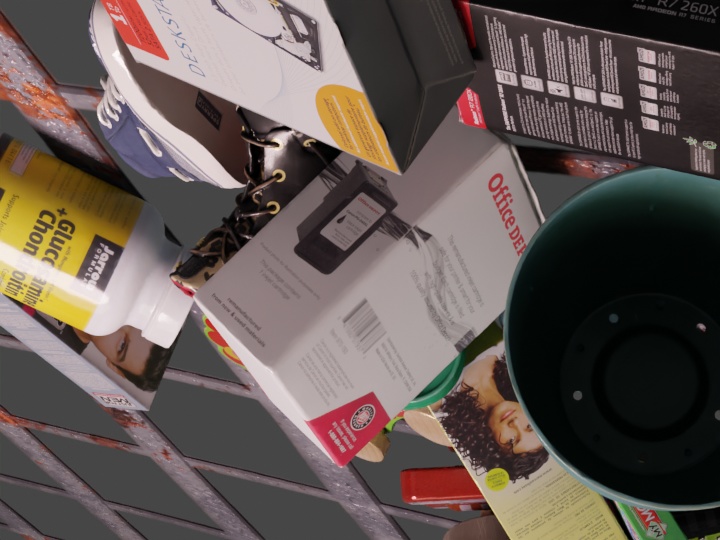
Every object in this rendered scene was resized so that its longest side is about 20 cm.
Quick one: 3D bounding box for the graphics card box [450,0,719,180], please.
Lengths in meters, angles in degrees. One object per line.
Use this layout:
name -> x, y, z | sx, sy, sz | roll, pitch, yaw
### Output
graphics card box -> 0.143, -0.109, 0.946 | 0.198, 0.051, 0.126 | 15, 155, 20

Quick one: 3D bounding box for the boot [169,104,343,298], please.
boot -> -0.065, -0.047, 1.127 | 0.073, 0.151, 0.200 | 30, 170, 40

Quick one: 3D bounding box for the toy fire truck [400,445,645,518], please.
toy fire truck -> 0.138, 0.168, 1.382 | 0.197, 0.114, 0.168 | -2, 172, 10

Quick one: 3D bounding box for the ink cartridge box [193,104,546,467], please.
ink cartridge box -> 0.014, 0.003, 1.105 | 0.083, 0.200, 0.146 | 40, 169, 33

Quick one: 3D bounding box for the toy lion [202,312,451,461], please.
toy lion -> -0.024, 0.066, 1.359 | 0.191, 0.069, 0.200 | 35, 156, -17

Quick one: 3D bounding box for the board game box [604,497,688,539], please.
board game box -> 0.218, 0.211, 1.275 | 0.135, 0.029, 0.201 | 59, 178, 37

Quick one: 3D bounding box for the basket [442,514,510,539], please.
basket -> 0.113, 0.294, 1.315 | 0.134, 0.202, 0.181 | 11, 149, -12

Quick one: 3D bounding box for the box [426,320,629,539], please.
box -> 0.114, 0.136, 1.227 | 0.201, 0.075, 0.050 | 57, -179, -19

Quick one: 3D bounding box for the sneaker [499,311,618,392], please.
sneaker -> 0.168, 0.059, 1.244 | 0.199, 0.083, 0.074 | 33, 156, -22

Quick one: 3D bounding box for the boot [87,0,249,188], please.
boot -> -0.145, -0.114, 1.158 | 0.089, 0.073, 0.200 | 2, 151, 26

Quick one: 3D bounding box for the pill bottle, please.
pill bottle -> -0.222, -0.018, 1.384 | 0.198, 0.113, 0.112 | 26, 157, -9

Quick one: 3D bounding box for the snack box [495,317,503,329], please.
snack box -> 0.065, 0.071, 1.417 | 0.115, 0.037, 0.200 | 28, 156, -14

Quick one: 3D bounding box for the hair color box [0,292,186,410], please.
hair color box -> -0.241, 0.028, 1.516 | 0.060, 0.100, 0.200 | 1, 149, 37

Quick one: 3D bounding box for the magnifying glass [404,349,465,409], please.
magnifying glass -> -0.020, 0.027, 1.196 | 0.199, 0.080, 0.022 | 26, 170, 21

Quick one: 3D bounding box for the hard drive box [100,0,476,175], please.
hard drive box -> -0.054, -0.154, 0.928 | 0.199, 0.077, 0.156 | 26, 158, 32

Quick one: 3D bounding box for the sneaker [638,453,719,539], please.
sneaker -> 0.258, 0.211, 1.490 | 0.198, 0.084, 0.072 | 23, 157, -1

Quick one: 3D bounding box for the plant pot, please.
plant pot -> 0.185, 0.054, 1.094 | 0.198, 0.203, 0.161 | 19, 169, 8
